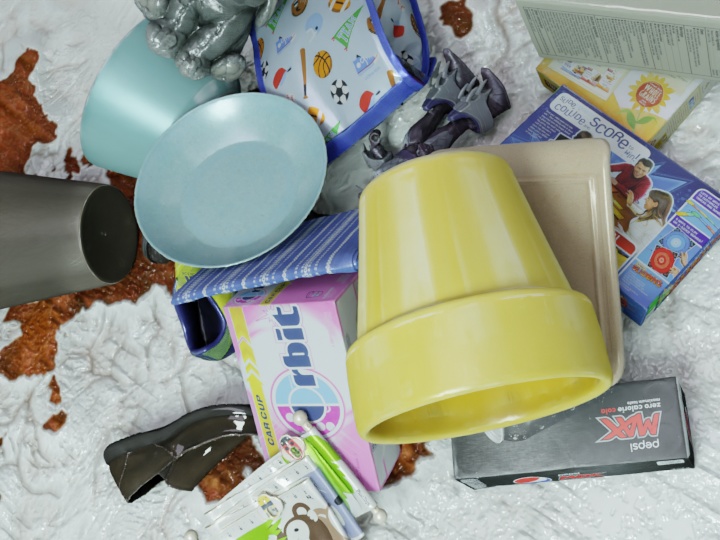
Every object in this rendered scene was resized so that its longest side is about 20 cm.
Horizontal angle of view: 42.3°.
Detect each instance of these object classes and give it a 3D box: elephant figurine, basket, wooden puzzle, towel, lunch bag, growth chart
[{"bbox_3d":[-0.120,-0.290,0.918,0.200,0.140,0.157,-41,60,36],"label":"elephant figurine"},{"bbox_3d":[-0.374,-0.039,1.087,0.197,0.136,0.184,-3,75,20],"label":"basket"},{"bbox_3d":[0.140,-0.008,0.807,0.183,0.037,0.204,2,100,41],"label":"wooden puzzle"},{"bbox_3d":[-0.062,-0.014,0.865,0.197,0.145,0.024,-11,109,26],"label":"towel"},{"bbox_3d":[-0.017,-0.216,0.963,0.169,0.123,0.202,-35,50,31],"label":"lunch bag"},{"bbox_3d":[-0.068,0.241,0.855,0.145,0.018,0.200,45,109,1],"label":"growth chart"}]

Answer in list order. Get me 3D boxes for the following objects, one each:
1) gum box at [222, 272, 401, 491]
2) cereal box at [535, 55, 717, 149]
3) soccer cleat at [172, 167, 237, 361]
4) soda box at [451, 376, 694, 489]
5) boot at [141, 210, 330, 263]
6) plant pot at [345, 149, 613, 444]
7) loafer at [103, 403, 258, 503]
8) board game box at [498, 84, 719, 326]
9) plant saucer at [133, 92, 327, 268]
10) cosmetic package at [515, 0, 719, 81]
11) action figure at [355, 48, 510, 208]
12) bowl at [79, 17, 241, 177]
[{"bbox_3d":[-0.040,0.108,0.855,0.112,0.066,0.203,-4,111,24],"label":"gum box"},{"bbox_3d":[0.285,-0.226,0.889,0.200,0.039,0.144,-48,60,3],"label":"cereal box"},{"bbox_3d":[-0.164,-0.008,0.949,0.064,0.083,0.204,-13,88,22],"label":"soccer cleat"},{"bbox_3d":[0.178,0.141,0.798,0.197,0.063,0.072,-11,68,21],"label":"soda box"},{"bbox_3d":[-0.133,-0.032,1.008,0.200,0.069,0.175,-45,68,13],"label":"boot"},{"bbox_3d":[0.078,0.019,0.729,0.198,0.200,0.192,-17,70,19],"label":"plant pot"},{"bbox_3d":[-0.170,0.187,0.950,0.198,0.073,0.072,-22,74,22],"label":"loafer"},{"bbox_3d":[0.214,-0.064,0.831,0.135,0.035,0.200,-42,66,-15],"label":"board game box"},{"bbox_3d":[-0.123,-0.083,0.912,0.198,0.039,0.204,-7,61,12],"label":"plant saucer"},{"bbox_3d":[0.249,-0.233,0.827,0.197,0.103,0.074,15,78,28],"label":"cosmetic package"},{"bbox_3d":[0.058,-0.123,0.939,0.201,0.069,0.130,-51,41,-8],"label":"action figure"},{"bbox_3d":[-0.204,-0.175,1.034,0.104,0.201,0.202,32,87,10],"label":"bowl"}]
